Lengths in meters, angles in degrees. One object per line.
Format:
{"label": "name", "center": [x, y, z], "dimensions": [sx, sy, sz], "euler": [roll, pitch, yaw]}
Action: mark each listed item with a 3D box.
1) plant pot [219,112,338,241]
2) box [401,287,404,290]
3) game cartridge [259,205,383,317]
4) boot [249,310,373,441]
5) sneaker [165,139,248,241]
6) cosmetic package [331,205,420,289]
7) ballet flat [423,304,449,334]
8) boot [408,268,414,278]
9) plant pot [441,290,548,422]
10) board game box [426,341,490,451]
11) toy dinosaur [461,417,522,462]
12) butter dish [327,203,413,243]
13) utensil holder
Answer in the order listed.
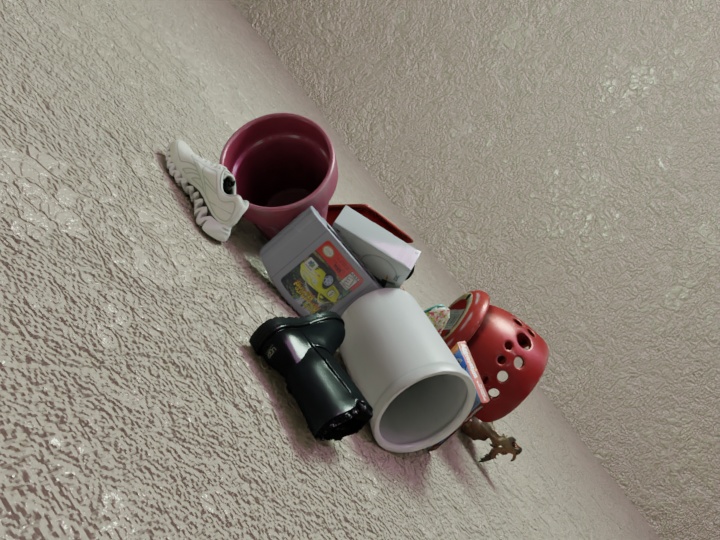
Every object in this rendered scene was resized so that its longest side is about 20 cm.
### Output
{"label": "plant pot", "center": [-0.132, -0.138, 1.091], "dimensions": [0.201, 0.197, 0.180], "euler": [55, -13, 26]}
{"label": "box", "center": [0.108, 0.098, 1.603], "dimensions": [0.136, 0.040, 0.202], "euler": [31, 23, -55]}
{"label": "game cartridge", "center": [-0.064, 0.011, 1.015], "dimensions": [0.200, 0.132, 0.041], "euler": [48, 14, -21]}
{"label": "boot", "center": [-0.043, 0.141, 0.835], "dimensions": [0.169, 0.077, 0.199], "euler": [50, 18, 20]}
{"label": "sneaker", "center": [-0.239, -0.140, 0.977], "dimensions": [0.201, 0.081, 0.075], "euler": [54, 15, 25]}
{"label": "cosmetic package", "center": [0.000, 0.000, 1.089], "dimensions": [0.149, 0.201, 0.052], "euler": [33, 52, 4]}
{"label": "ballet flat", "center": [0.097, 0.130, 1.142], "dimensions": [0.074, 0.199, 0.065], "euler": [7, 59, -36]}
{"label": "boot", "center": [0.016, -0.026, 1.231], "dimensions": [0.198, 0.077, 0.168], "euler": [33, 15, -3]}
{"label": "plant pot", "center": [0.230, 0.159, 1.203], "dimensions": [0.182, 0.201, 0.201], "euler": [38, 13, -7]}
{"label": "board game box", "center": [0.142, 0.213, 1.035], "dimensions": [0.019, 0.201, 0.105], "euler": [-5, 57, -26]}
{"label": "toy dinosaur", "center": [0.252, 0.337, 1.331], "dimensions": [0.137, 0.085, 0.200], "euler": [58, -5, -7]}
{"label": "butter dish", "center": [-0.012, -0.055, 1.419], "dimensions": [0.197, 0.151, 0.198], "euler": [3, -19, 43]}
{"label": "utensil holder", "center": [0.062, 0.152, 0.986], "dimensions": [0.169, 0.170, 0.201], "euler": [38, 13, -41]}
